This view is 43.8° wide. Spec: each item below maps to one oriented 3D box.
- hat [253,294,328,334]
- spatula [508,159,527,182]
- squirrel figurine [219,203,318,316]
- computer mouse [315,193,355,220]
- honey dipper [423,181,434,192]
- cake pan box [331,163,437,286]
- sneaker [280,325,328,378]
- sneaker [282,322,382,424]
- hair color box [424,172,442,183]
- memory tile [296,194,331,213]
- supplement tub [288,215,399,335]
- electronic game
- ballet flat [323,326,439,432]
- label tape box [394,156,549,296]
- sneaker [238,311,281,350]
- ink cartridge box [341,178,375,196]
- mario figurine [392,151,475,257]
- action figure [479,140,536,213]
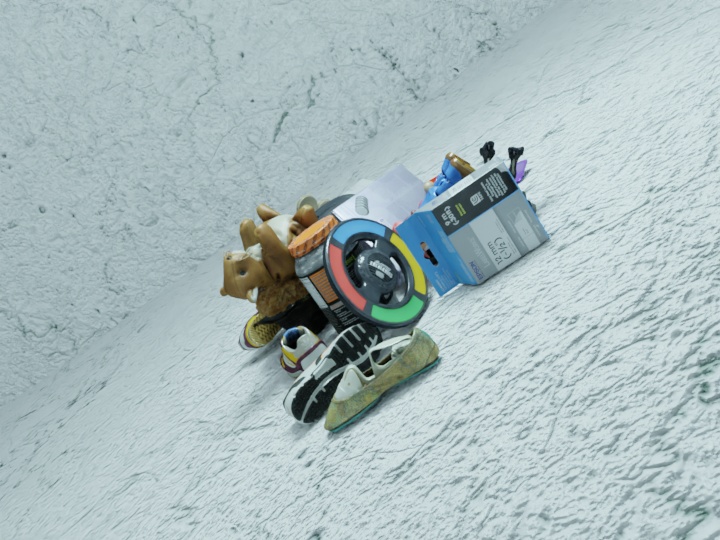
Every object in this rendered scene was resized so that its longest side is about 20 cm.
[{"bbox_3d":[-0.114,0.090,1.747,0.198,0.082,0.201,-28,7,4],"label":"hat"},{"bbox_3d":[0.271,-0.152,1.732,0.056,0.021,0.200,-20,21,44],"label":"spatula"},{"bbox_3d":[-0.160,0.003,1.598,0.140,0.202,0.187,11,46,36],"label":"squirrel figurine"},{"bbox_3d":[-0.063,-0.096,1.767,0.198,0.053,0.139,-29,35,-4],"label":"computer mouse"},{"bbox_3d":[0.162,-0.103,1.604,0.038,0.038,0.201,-34,44,5],"label":"honey dipper"},{"bbox_3d":[0.075,-0.088,1.662,0.183,0.199,0.053,-38,-28,-23],"label":"cake pan box"},{"bbox_3d":[-0.103,0.134,1.545,0.075,0.091,0.199,-40,14,-20],"label":"sneaker"},{"bbox_3d":[-0.048,0.152,1.390,0.200,0.074,0.080,-41,13,-22],"label":"sneaker"},{"bbox_3d":[0.128,-0.113,1.779,0.198,0.102,0.061,-29,10,28],"label":"hair color box"},{"bbox_3d":[-0.072,-0.075,1.913,0.017,0.198,0.156,25,102,48],"label":"memory tile"},{"bbox_3d":[-0.030,0.015,1.529,0.122,0.201,0.123,-32,14,9],"label":"supplement tub"},{"bbox_3d":[0.026,0.002,1.445,0.042,0.200,0.200,-43,5,43],"label":"electronic game"},{"bbox_3d":[0.018,0.147,1.258,0.199,0.071,0.071,-35,13,7],"label":"ballet flat"},{"bbox_3d":[0.173,-0.060,1.403,0.198,0.144,0.066,-34,13,6],"label":"label tape box"},{"bbox_3d":[-0.181,0.092,1.883,0.199,0.075,0.090,-39,7,-36],"label":"sneaker"},{"bbox_3d":[-0.013,-0.075,1.885,0.199,0.147,0.084,-41,30,-19],"label":"ink cartridge box"},{"bbox_3d":[0.138,-0.096,1.551,0.202,0.106,0.123,-57,-18,16],"label":"mario figurine"},{"bbox_3d":[0.238,-0.112,1.513,0.117,0.102,0.204,0,70,20],"label":"action figure"}]
